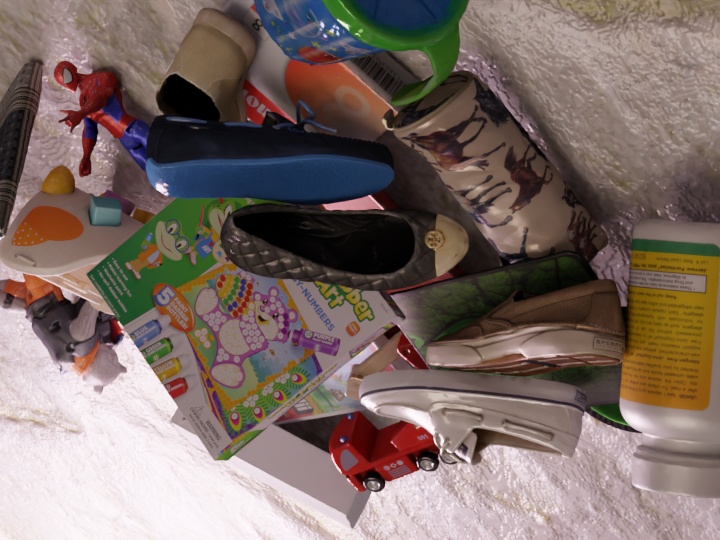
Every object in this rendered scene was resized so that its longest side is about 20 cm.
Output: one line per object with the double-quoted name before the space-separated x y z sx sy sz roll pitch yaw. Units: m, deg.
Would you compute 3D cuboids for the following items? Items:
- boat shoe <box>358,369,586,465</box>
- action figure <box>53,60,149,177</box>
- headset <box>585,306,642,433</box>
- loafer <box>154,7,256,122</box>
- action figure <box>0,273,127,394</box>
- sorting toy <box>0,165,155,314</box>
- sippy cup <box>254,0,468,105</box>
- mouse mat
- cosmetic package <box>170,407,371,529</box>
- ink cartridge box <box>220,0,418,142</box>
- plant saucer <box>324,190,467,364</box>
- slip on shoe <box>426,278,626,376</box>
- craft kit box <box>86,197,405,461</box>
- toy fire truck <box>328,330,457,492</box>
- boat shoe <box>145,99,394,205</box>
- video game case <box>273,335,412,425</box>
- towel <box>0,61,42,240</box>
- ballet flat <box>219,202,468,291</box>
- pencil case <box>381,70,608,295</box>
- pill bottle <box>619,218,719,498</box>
"boat shoe" 0.088 0.125 1.370 0.198 0.070 0.071 3 163 22
"action figure" -0.210 -0.102 1.479 0.200 0.099 0.065 45 139 -9
"headset" 0.255 0.090 1.355 0.199 0.094 0.124 -8 126 32
"loafer" -0.136 -0.141 1.361 0.075 0.068 0.200 34 155 7
"action figure" -0.327 0.058 1.716 0.193 0.105 0.200 40 139 7
"sorting toy" -0.200 -0.011 1.519 0.179 0.108 0.200 18 173 19
"sippy cup" -0.008 -0.213 1.210 0.139 0.179 0.130 2 169 -34
"mouse mat" 0.132 0.060 1.351 0.199 0.008 0.161 -14 124 38
"cosmetic package" -0.087 0.190 1.675 0.199 0.052 0.151 27 171 8
"ink cartridge box" -0.067 -0.145 1.372 0.162 0.050 0.200 40 137 -7
"plant saucer" 0.000 0.000 1.473 0.200 0.037 0.199 44 140 -19
"slip on shoe" 0.127 0.046 1.294 0.076 0.061 0.199 10 167 -32
"craft kit box" -0.097 0.021 1.378 0.200 0.197 0.049 53 -174 13
"toy fire truck" 0.035 0.119 1.491 0.199 0.049 0.141 -24 120 33
"boat shoe" -0.068 -0.100 1.300 0.198 0.069 0.084 4 148 -22
"video game case" -0.052 0.084 1.557 0.199 0.018 0.143 -14 126 41
"towel" -0.347 -0.066 1.537 0.034 0.194 0.200 20 144 -23
"ballet flat" -0.012 -0.020 1.309 0.198 0.067 0.057 0 165 -3
"pencil case" 0.106 -0.069 1.299 0.089 0.078 0.200 -34 114 18
"pill bottle" 0.253 0.065 1.241 0.112 0.113 0.202 5 92 31
